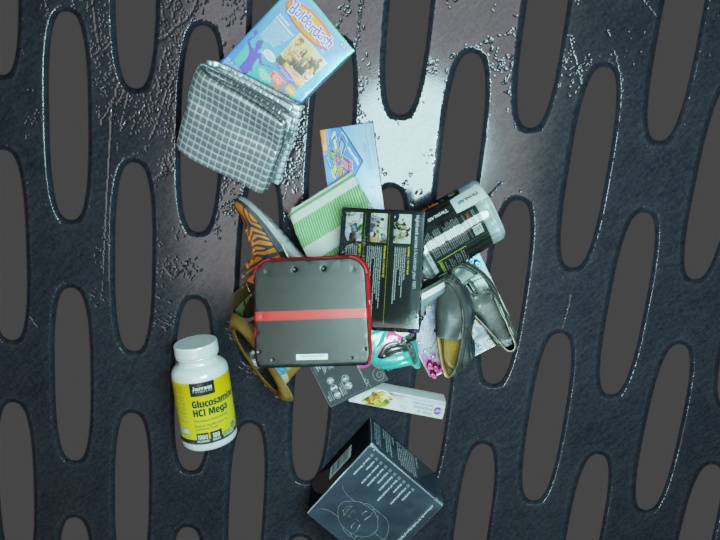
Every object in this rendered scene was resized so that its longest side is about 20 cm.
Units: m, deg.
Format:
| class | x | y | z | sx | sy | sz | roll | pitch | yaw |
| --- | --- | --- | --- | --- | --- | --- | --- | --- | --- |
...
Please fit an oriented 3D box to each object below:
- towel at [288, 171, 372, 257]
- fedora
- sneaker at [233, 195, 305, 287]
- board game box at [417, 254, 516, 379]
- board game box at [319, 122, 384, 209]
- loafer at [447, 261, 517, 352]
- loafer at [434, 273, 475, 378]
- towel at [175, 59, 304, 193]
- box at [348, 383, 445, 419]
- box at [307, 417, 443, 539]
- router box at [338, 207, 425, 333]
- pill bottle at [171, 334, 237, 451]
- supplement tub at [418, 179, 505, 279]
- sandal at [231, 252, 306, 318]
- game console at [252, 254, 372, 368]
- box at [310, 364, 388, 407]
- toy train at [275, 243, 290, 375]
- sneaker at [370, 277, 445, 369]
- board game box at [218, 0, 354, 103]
| class | x | y | z | sx | sy | sz | roll | pitch | yaw |
| --- | --- | --- | --- | --- | --- | --- | --- | --- | --- |
| towel | -0.029 | -0.055 | 1.175 | 0.151 | 0.023 | 0.203 | -29 | 79 | 4 |
| fedora | -0.169 | 0.150 | 1.247 | 0.081 | 0.200 | 0.203 | -36 | 102 | -22 |
| sneaker | -0.191 | -0.040 | 1.196 | 0.112 | 0.078 | 0.200 | -44 | 68 | 2 |
| board game box | 0.182 | 0.087 | 1.288 | 0.197 | 0.026 | 0.203 | -28 | 102 | 6 |
| board game box | -0.012 | -0.163 | 1.210 | 0.100 | 0.019 | 0.205 | -7 | 91 | 1 |
| loafer | 0.238 | 0.068 | 1.237 | 0.071 | 0.063 | 0.201 | -36 | 101 | 10 |
| loafer | 0.171 | 0.107 | 1.217 | 0.072 | 0.072 | 0.204 | 3 | 118 | 35 |
| towel | -0.215 | -0.247 | 1.148 | 0.197 | 0.086 | 0.168 | 28 | 121 | 1 |
| box | 0.073 | 0.257 | 1.321 | 0.195 | 0.042 | 0.040 | 11 | 104 | -4 |
| box | 0.028 | 0.450 | 1.325 | 0.196 | 0.124 | 0.200 | 41 | 100 | -8 |
| router box | 0.034 | -0.001 | 1.117 | 0.145 | 0.051 | 0.205 | 3 | 80 | 8 |
| pill bottle | -0.307 | 0.235 | 1.278 | 0.110 | 0.113 | 0.205 | -5 | 104 | 1 |
| supplement tub | 0.154 | -0.066 | 1.202 | 0.197 | 0.123 | 0.124 | -29 | 102 | 6 |
| sandal | -0.165 | 0.024 | 1.263 | 0.198 | 0.054 | 0.081 | -32 | 95 | 22 |
| game console | -0.080 | 0.067 | 1.078 | 0.195 | 0.031 | 0.182 | -2 | 90 | 5 |
| box | -0.044 | 0.129 | 1.253 | 0.130 | 0.115 | 0.203 | -25 | 100 | 7 |
| toy train | -0.134 | 0.072 | 1.133 | 0.114 | 0.085 | 0.203 | -29 | 96 | -3 |
| sneaker | 0.087 | 0.110 | 1.167 | 0.198 | 0.084 | 0.122 | -32 | 98 | -3 |
| board game box | -0.130 | -0.378 | 1.166 | 0.199 | 0.045 | 0.152 | -41 | 100 | 10 |
